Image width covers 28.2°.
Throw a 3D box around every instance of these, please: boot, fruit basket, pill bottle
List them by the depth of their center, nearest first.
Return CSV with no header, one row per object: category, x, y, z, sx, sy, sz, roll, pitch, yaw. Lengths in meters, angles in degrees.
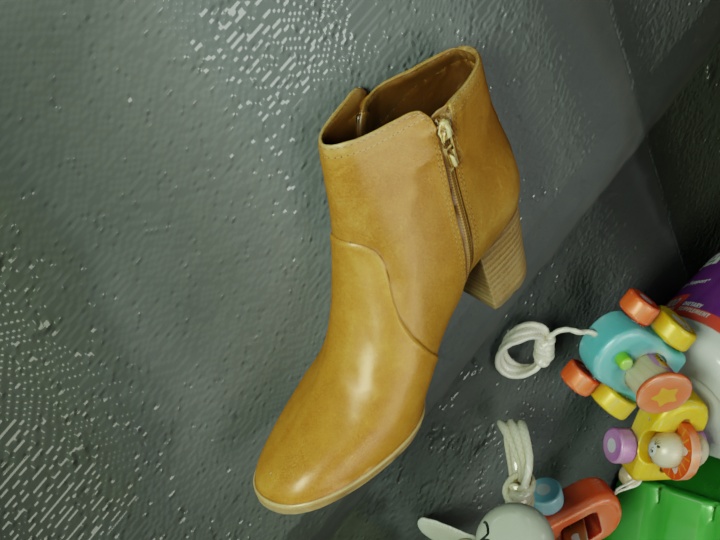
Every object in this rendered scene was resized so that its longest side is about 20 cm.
boot,0.001,0.000,0.661,0.201,0.070,0.145,-46,135,-24
pill bottle,0.280,0.026,0.961,0.200,0.112,0.113,-41,139,-25
fruit basket,0.278,0.243,1.027,0.155,0.215,0.218,-16,125,-43

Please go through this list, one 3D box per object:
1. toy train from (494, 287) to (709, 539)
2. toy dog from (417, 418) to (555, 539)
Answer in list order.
toy train,0.151,0.109,0.874,0.149,0.056,0.201,-21,129,-10
toy dog,0.064,0.194,0.837,0.095,0.132,0.201,-9,125,0
